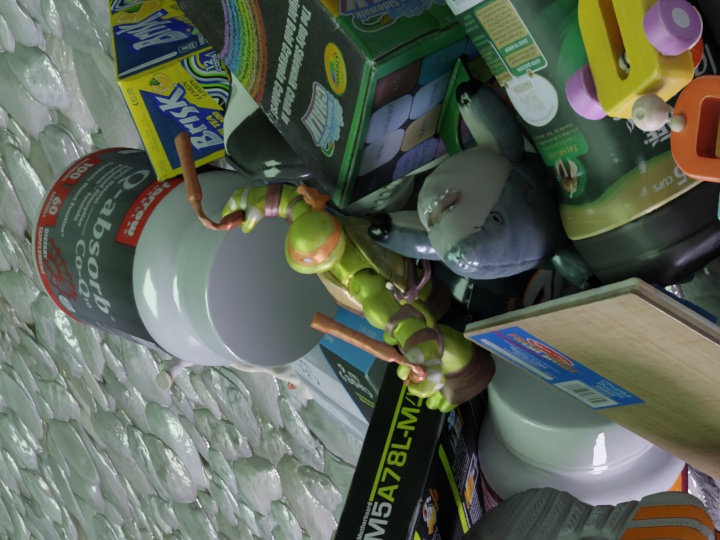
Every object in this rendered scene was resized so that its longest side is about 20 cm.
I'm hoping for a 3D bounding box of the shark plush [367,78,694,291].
[{"bbox_3d":[0.087,-0.007,1.040,0.200,0.091,0.083,31,-167,-50],"label":"shark plush"}]

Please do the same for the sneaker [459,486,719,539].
[{"bbox_3d":[0.127,0.170,1.080,0.112,0.078,0.200,48,155,-20],"label":"sneaker"}]

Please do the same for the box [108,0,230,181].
[{"bbox_3d":[-0.112,-0.124,1.333,0.200,0.064,0.070,-113,1,-68],"label":"box"}]

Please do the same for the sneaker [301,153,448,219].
[{"bbox_3d":[0.018,-0.067,1.256,0.085,0.073,0.200,51,164,-20],"label":"sneaker"}]

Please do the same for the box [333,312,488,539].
[{"bbox_3d":[0.034,0.154,1.188,0.047,0.194,0.200,9,147,18],"label":"box"}]

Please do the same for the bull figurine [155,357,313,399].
[{"bbox_3d":[-0.103,0.016,1.522,0.065,0.121,0.200,-42,73,42],"label":"bull figurine"}]

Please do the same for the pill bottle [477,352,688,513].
[{"bbox_3d":[0.124,0.123,1.199,0.114,0.114,0.201,37,149,39],"label":"pill bottle"}]

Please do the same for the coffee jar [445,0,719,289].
[{"bbox_3d":[0.113,-0.093,0.982,0.201,0.104,0.085,61,155,-6],"label":"coffee jar"}]

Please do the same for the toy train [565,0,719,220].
[{"bbox_3d":[0.149,-0.119,0.875,0.150,0.055,0.201,4,91,58],"label":"toy train"}]

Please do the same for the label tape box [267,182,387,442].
[{"bbox_3d":[-0.004,0.038,1.347,0.143,0.066,0.200,32,163,47],"label":"label tape box"}]

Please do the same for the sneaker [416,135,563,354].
[{"bbox_3d":[0.065,0.010,1.227,0.078,0.079,0.201,38,147,40],"label":"sneaker"}]

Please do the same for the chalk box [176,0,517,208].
[{"bbox_3d":[0.014,-0.127,1.102,0.200,0.124,0.125,51,154,20],"label":"chalk box"}]

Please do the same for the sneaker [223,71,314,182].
[{"bbox_3d":[-0.042,-0.120,1.202,0.200,0.074,0.089,-94,-1,-58],"label":"sneaker"}]

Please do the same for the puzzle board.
[{"bbox_3d":[0.166,0.060,1.033,0.200,0.017,0.151,30,160,-20],"label":"puzzle board"}]

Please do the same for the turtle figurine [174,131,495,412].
[{"bbox_3d":[0.000,0.000,1.078,0.200,0.064,0.161,41,-179,36],"label":"turtle figurine"}]

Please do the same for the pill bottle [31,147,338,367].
[{"bbox_3d":[-0.103,-0.007,1.299,0.200,0.116,0.116,14,131,53],"label":"pill bottle"}]
